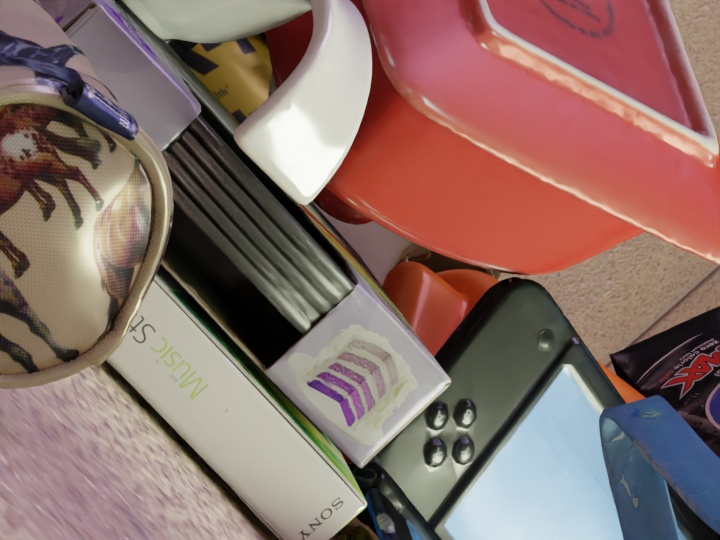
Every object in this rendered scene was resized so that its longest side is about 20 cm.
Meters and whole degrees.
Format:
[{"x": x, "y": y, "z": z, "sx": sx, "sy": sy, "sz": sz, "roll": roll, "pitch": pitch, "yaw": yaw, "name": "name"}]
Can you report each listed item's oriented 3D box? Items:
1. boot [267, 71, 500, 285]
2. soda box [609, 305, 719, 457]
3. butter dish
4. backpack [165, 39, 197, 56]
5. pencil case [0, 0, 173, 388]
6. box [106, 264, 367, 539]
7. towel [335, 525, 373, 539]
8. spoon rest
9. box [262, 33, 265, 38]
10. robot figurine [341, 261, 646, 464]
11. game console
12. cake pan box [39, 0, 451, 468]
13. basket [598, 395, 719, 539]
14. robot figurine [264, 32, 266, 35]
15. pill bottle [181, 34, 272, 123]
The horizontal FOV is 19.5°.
[{"x": 0.000, "y": 0.000, "z": 1.022, "sx": 0.072, "sy": 0.155, "sz": 0.200, "roll": 0, "pitch": -29, "yaw": 33, "name": "boot"}, {"x": 0.179, "y": 0.089, "z": 0.929, "sx": 0.200, "sy": 0.063, "sz": 0.071, "roll": -124, "pitch": -168, "yaw": -65, "name": "soda box"}, {"x": 0.032, "y": -0.073, "z": 0.828, "sx": 0.200, "sy": 0.148, "sz": 0.200, "roll": 22, "pitch": 42, "yaw": -36, "name": "butter dish"}, {"x": -0.126, "y": -0.182, "z": 0.980, "sx": 0.183, "sy": 0.200, "sz": 0.135, "roll": 51, "pitch": 3, "yaw": 27, "name": "backpack"}, {"x": -0.117, "y": -0.056, "z": 0.561, "sx": 0.200, "sy": 0.078, "sz": 0.090, "roll": 52, "pitch": -11, "yaw": 49, "name": "pencil case"}, {"x": -0.071, "y": 0.016, "z": 0.797, "sx": 0.144, "sy": 0.036, "sz": 0.200, "roll": 48, "pitch": 3, "yaw": -19, "name": "box"}, {"x": 0.046, "y": 0.159, "z": 0.898, "sx": 0.086, "sy": 0.018, "sz": 0.200, "roll": 49, "pitch": 2, "yaw": 24, "name": "towel"}, {"x": -0.049, "y": -0.099, "z": 0.738, "sx": 0.099, "sy": 0.061, "sz": 0.200, "roll": 45, "pitch": 4, "yaw": -43, "name": "spoon rest"}, {"x": -0.154, "y": -0.187, "z": 1.199, "sx": 0.200, "sy": 0.160, "sz": 0.044, "roll": 49, "pitch": 41, "yaw": -19, "name": "box"}, {"x": 0.059, "y": 0.078, "z": 0.935, "sx": 0.200, "sy": 0.144, "sz": 0.117, "roll": 40, "pitch": 14, "yaw": -30, "name": "robot figurine"}, {"x": 0.092, "y": 0.130, "z": 0.798, "sx": 0.118, "sy": 0.171, "sz": 0.200, "roll": 9, "pitch": -37, "yaw": 52, "name": "game console"}, {"x": -0.058, "y": -0.030, "z": 0.777, "sx": 0.184, "sy": 0.052, "sz": 0.200, "roll": 45, "pitch": 3, "yaw": -15, "name": "cake pan box"}, {"x": 0.111, "y": 0.144, "z": 0.540, "sx": 0.176, "sy": 0.138, "sz": 0.201, "roll": -124, "pitch": -157, "yaw": -77, "name": "basket"}, {"x": -0.029, "y": -0.148, "z": 1.108, "sx": 0.200, "sy": 0.058, "sz": 0.145, "roll": 48, "pitch": 12, "yaw": -8, "name": "robot figurine"}, {"x": -0.110, "y": -0.104, "z": 1.103, "sx": 0.200, "sy": 0.114, "sz": 0.114, "roll": 49, "pitch": 2, "yaw": 12, "name": "pill bottle"}]
